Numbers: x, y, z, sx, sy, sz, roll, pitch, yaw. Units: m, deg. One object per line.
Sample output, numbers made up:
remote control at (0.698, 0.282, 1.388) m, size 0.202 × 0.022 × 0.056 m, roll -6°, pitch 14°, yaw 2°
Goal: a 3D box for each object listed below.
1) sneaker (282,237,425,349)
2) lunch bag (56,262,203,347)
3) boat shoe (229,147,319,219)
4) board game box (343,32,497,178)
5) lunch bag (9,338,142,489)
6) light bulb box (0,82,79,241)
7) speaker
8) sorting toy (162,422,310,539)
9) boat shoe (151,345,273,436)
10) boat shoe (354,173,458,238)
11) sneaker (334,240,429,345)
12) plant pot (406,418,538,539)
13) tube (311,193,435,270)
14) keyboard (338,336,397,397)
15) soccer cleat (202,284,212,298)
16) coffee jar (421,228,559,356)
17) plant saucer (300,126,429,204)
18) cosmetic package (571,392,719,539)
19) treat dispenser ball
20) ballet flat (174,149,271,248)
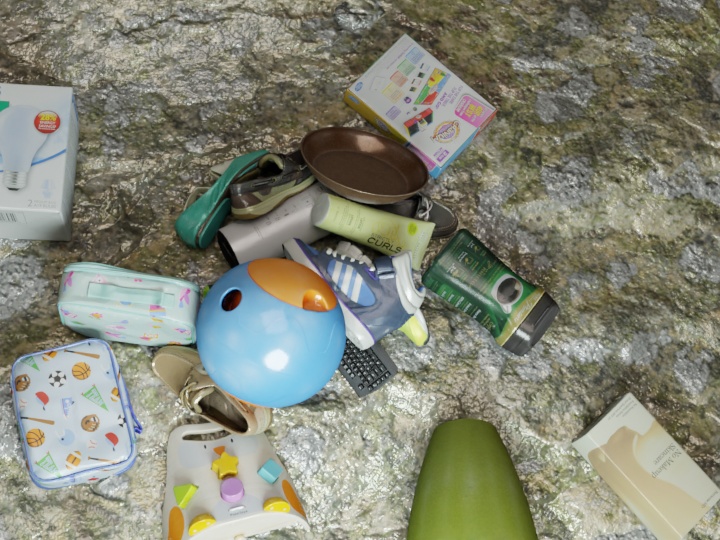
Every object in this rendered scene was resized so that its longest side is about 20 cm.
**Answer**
sneaker at (0.000, 0.000, 1.618) m, size 0.146 × 0.081 × 0.200 m, roll -38°, pitch 79°, yaw -12°
lunch bag at (-0.315, 0.047, 1.572) m, size 0.200 × 0.160 × 0.077 m, roll 8°, pitch 69°, yaw -6°
boat shoe at (-0.123, -0.144, 1.683) m, size 0.073 × 0.065 × 0.200 m, roll 7°, pitch 34°, yaw 30°
board game box at (0.096, -0.267, 1.822) m, size 0.200 × 0.040 × 0.153 m, roll 42°, pitch 69°, yaw 6°
lunch bag at (-0.388, 0.200, 1.552) m, size 0.160 × 0.076 × 0.200 m, roll -12°, pitch 72°, yaw -16°
light bulb box at (-0.515, -0.158, 1.632) m, size 0.198 × 0.125 × 0.200 m, roll 2°, pitch 71°, yaw -9°
speaker at (-0.112, -0.066, 1.692) m, size 0.200 × 0.081 × 0.081 m, roll -28°, pitch 77°, yaw -18°
sorting toy at (-0.187, 0.284, 1.558) m, size 0.200 × 0.107 × 0.180 m, roll -12°, pitch 54°, yaw -14°
boat shoe at (-0.216, 0.165, 1.569) m, size 0.200 × 0.065 × 0.071 m, roll 26°, pitch 107°, yaw 20°
boat shoe at (0.059, -0.099, 1.746) m, size 0.200 × 0.057 × 0.067 m, roll 16°, pitch 68°, yaw -4°
sneaker at (0.017, 0.051, 1.682) m, size 0.200 × 0.078 × 0.090 m, roll 42°, pitch 77°, yaw 13°
plant pot at (0.149, 0.315, 1.563) m, size 0.187 × 0.187 × 0.200 m, roll 5°, pitch 55°, yaw -8°
tube at (0.022, -0.063, 1.687) m, size 0.200 × 0.058 × 0.052 m, roll 19°, pitch 44°, yaw -32°
keyboard at (-0.043, 0.099, 1.641) m, size 0.104 × 0.040 × 0.200 m, roll -41°, pitch 78°, yaw 14°
soccer cleat at (-0.169, 0.109, 1.632) m, size 0.081 × 0.068 × 0.200 m, roll -20°, pitch 81°, yaw -26°
coffee jar at (0.197, 0.035, 1.706) m, size 0.200 × 0.085 × 0.104 m, roll 39°, pitch 65°, yaw 6°
plant saucer at (0.003, -0.153, 1.704) m, size 0.200 × 0.037 × 0.201 m, roll 13°, pitch 33°, yaw -8°
cosmetic package at (0.420, 0.290, 1.659) m, size 0.105 × 0.071 × 0.200 m, roll -40°, pitch 81°, yaw -21°
treat dispenser ball at (-0.119, 0.083, 1.512) m, size 0.200 × 0.201 × 0.201 m, roll 3°, pitch 70°, yaw -9°
ballet flat at (-0.211, -0.122, 1.706) m, size 0.070 × 0.067 × 0.200 m, roll 29°, pitch 65°, yaw 17°
